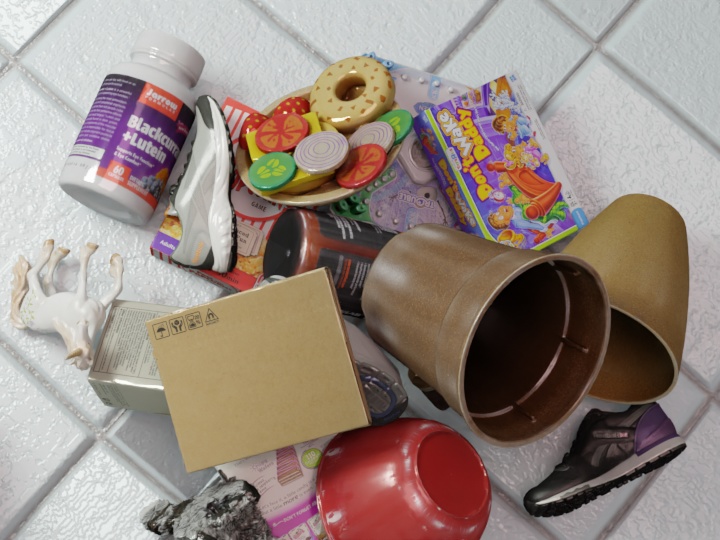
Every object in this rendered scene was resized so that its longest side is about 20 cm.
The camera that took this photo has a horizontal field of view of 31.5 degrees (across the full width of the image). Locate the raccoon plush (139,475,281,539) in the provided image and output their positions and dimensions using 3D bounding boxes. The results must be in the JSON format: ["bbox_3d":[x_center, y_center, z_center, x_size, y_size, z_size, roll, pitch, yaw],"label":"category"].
[{"bbox_3d":[-0.134,0.292,1.339,0.097,0.200,0.134,-40,109,-24],"label":"raccoon plush"}]

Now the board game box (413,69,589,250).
[{"bbox_3d":[0.161,-0.113,1.475,0.134,0.045,0.201,-27,92,-23],"label":"board game box"}]

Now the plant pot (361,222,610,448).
[{"bbox_3d":[0.116,0.051,1.310,0.200,0.198,0.201,-15,116,-33],"label":"plant pot"}]

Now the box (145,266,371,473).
[{"bbox_3d":[-0.104,0.102,1.285,0.199,0.021,0.164,-16,88,11],"label":"box"}]

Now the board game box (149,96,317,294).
[{"bbox_3d":[-0.129,-0.077,1.462,0.151,0.046,0.201,25,76,-1],"label":"board game box"}]

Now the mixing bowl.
[{"bbox_3d":[0.063,0.232,1.338,0.200,0.108,0.201,21,50,-28],"label":"mixing bowl"}]

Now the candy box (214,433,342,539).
[{"bbox_3d":[-0.071,0.229,1.396,0.136,0.061,0.200,-31,84,-12],"label":"candy box"}]

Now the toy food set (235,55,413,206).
[{"bbox_3d":[-0.042,-0.146,1.393,0.199,0.049,0.198,-18,47,0],"label":"toy food set"}]

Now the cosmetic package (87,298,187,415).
[{"bbox_3d":[-0.178,0.100,1.369,0.199,0.071,0.106,8,61,12],"label":"cosmetic package"}]

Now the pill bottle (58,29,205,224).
[{"bbox_3d":[-0.249,-0.163,1.433,0.111,0.111,0.201,22,77,-2],"label":"pill bottle"}]

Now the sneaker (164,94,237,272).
[{"bbox_3d":[-0.176,-0.097,1.401,0.079,0.074,0.201,-1,78,-1],"label":"sneaker"}]

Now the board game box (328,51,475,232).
[{"bbox_3d":[0.076,-0.137,1.486,0.199,0.026,0.201,15,76,-18],"label":"board game box"}]

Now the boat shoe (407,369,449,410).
[{"bbox_3d":[0.139,0.075,1.459,0.200,0.072,0.072,-49,117,-20],"label":"boat shoe"}]

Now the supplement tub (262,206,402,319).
[{"bbox_3d":[0.000,0.000,1.410,0.199,0.107,0.107,13,75,-28],"label":"supplement tub"}]

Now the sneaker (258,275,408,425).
[{"bbox_3d":[-0.033,0.079,1.339,0.074,0.087,0.200,-41,103,15],"label":"sneaker"}]

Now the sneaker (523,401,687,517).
[{"bbox_3d":[0.261,0.208,1.445,0.199,0.076,0.088,-22,67,-14],"label":"sneaker"}]

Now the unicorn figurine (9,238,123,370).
[{"bbox_3d":[-0.312,0.038,1.370,0.074,0.200,0.138,24,73,-37],"label":"unicorn figurine"}]

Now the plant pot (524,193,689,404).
[{"bbox_3d":[0.292,0.015,1.438,0.186,0.187,0.200,28,58,0],"label":"plant pot"}]
